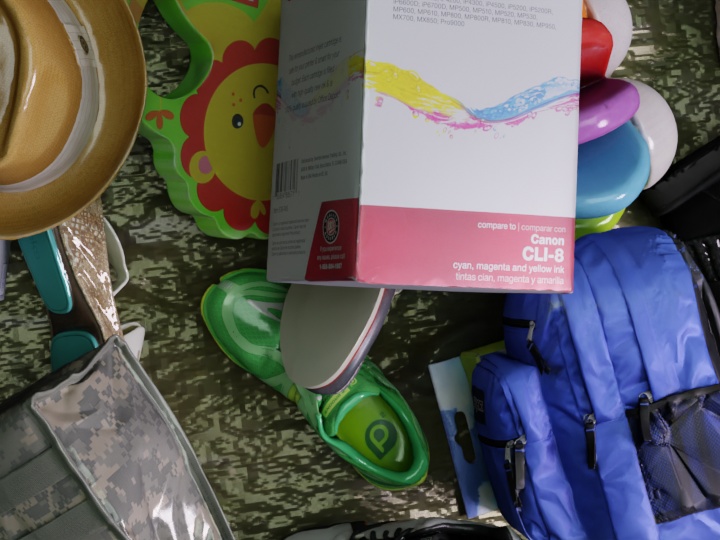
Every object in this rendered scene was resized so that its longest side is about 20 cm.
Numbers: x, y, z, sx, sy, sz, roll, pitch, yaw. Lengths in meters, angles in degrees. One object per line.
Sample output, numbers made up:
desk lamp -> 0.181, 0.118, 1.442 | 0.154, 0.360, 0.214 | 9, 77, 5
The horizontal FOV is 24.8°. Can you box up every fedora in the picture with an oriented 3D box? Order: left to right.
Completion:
fedora -> -0.225, -0.118, 0.975 | 0.200, 0.082, 0.202 | 0, 94, 4

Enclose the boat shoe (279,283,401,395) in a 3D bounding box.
boat shoe -> 0.000, 0.000, 1.097 | 0.071, 0.063, 0.201 | -2, 56, 25

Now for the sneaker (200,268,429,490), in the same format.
sneaker -> -0.021, 0.071, 1.112 | 0.200, 0.084, 0.074 | 43, 81, -8

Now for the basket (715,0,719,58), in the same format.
basket -> 0.329, -0.244, 1.175 | 0.123, 0.136, 0.201 | -5, 90, -11

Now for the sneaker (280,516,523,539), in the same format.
sneaker -> 0.026, 0.190, 1.089 | 0.199, 0.080, 0.074 | -3, 56, 18

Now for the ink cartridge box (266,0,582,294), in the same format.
ink cartridge box -> 0.036, -0.089, 0.977 | 0.144, 0.145, 0.201 | 3, 89, -22

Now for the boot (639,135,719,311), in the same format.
boot -> 0.320, -0.041, 1.170 | 0.211, 0.079, 0.158 | -32, 93, 24

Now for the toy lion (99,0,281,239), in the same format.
toy lion -> -0.089, -0.120, 1.083 | 0.199, 0.069, 0.193 | 12, 88, -40

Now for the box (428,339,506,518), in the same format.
box -> 0.160, 0.097, 1.174 | 0.199, 0.048, 0.123 | -15, 92, -14

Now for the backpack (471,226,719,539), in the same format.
backpack -> 0.158, 0.077, 1.066 | 0.167, 0.162, 0.201 | -11, 92, -10

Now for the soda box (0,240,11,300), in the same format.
soda box -> -0.257, -0.081, 1.054 | 0.068, 0.063, 0.201 | 7, 94, 3

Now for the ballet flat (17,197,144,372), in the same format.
ballet flat -> -0.175, 0.029, 1.085 | 0.065, 0.070, 0.201 | -23, 109, -42

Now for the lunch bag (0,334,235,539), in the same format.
lunch bag -> -0.175, 0.171, 1.026 | 0.200, 0.164, 0.118 | 57, 34, -7

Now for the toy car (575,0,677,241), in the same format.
toy car -> 0.130, -0.113, 1.117 | 0.174, 0.150, 0.201 | -24, 94, -13
